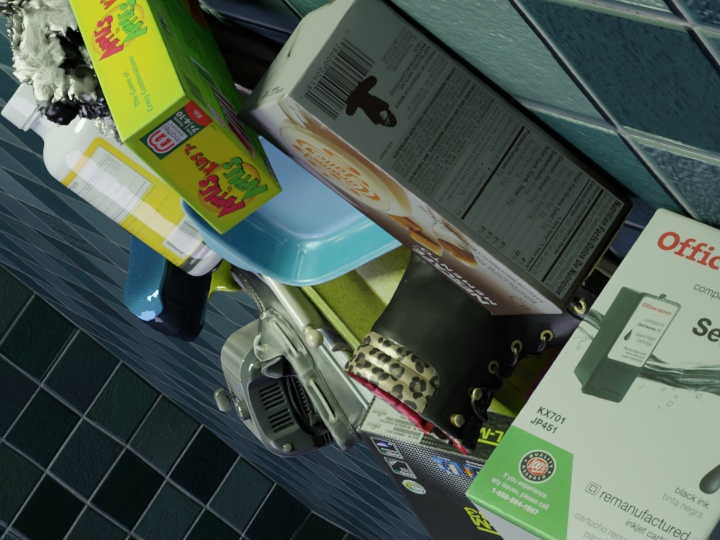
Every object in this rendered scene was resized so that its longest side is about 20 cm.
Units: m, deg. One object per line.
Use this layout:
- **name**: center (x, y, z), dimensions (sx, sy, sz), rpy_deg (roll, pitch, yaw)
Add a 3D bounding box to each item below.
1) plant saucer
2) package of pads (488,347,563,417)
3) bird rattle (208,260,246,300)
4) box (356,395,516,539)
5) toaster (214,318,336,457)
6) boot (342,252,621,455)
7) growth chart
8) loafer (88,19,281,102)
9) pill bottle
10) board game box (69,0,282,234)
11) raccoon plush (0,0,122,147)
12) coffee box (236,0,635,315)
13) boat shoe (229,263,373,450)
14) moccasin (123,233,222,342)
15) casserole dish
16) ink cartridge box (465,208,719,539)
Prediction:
- **plant saucer**: center (0.000, 0.000, 1.460), dimensions (0.200, 0.048, 0.200), rpy_deg (48, 163, 13)
- **package of pads**: center (0.100, 0.065, 1.607), dimensions (0.200, 0.068, 0.154), rpy_deg (39, 169, -23)
- **bird rattle**: center (-0.111, -0.007, 1.861), dimensions (0.162, 0.113, 0.200), rpy_deg (20, 176, -15)
- **box**: center (0.118, 0.167, 1.503), dimensions (0.199, 0.048, 0.193), rpy_deg (12, 149, 31)
- **toaster**: center (-0.030, 0.081, 1.845), dimensions (0.129, 0.199, 0.114), rpy_deg (16, 128, 69)
- **boot**: center (0.101, 0.049, 1.311), dimensions (0.199, 0.151, 0.073), rpy_deg (33, 169, 6)
- **growth chart**: center (-0.021, 0.037, 1.593), dimensions (0.145, 0.018, 0.200), rpy_deg (55, -169, 28)
- **loafer**: center (-0.095, -0.119, 1.369), dimensions (0.199, 0.071, 0.073), rpy_deg (28, 168, 20)
- **pill bottle**: center (-0.172, -0.094, 1.604), dimensions (0.200, 0.112, 0.112), rpy_deg (37, 169, -11)
- **board game box**: center (-0.119, -0.124, 1.243), dimensions (0.102, 0.048, 0.200), rpy_deg (45, -166, -45)
- **raccoon plush**: center (-0.197, -0.177, 1.495), dimensions (0.201, 0.096, 0.134), rpy_deg (62, -171, 12)
- **coffee box**: center (0.041, -0.063, 1.188), dimensions (0.200, 0.080, 0.114), rpy_deg (37, 169, -14)
- **boat shoe**: center (-0.053, 0.058, 1.668), dimensions (0.200, 0.071, 0.072), rpy_deg (48, 175, 24)
- **moccasin**: center (-0.148, -0.015, 1.713), dimensions (0.080, 0.201, 0.068), rpy_deg (-29, 122, 34)
- **casserole dish**: center (-0.028, -0.055, 1.326), dimensions (0.121, 0.039, 0.200), rpy_deg (35, 143, -23)
- **ink cartridge box**: center (0.175, 0.083, 1.112), dimensions (0.146, 0.200, 0.083), rpy_deg (23, 162, 41)
